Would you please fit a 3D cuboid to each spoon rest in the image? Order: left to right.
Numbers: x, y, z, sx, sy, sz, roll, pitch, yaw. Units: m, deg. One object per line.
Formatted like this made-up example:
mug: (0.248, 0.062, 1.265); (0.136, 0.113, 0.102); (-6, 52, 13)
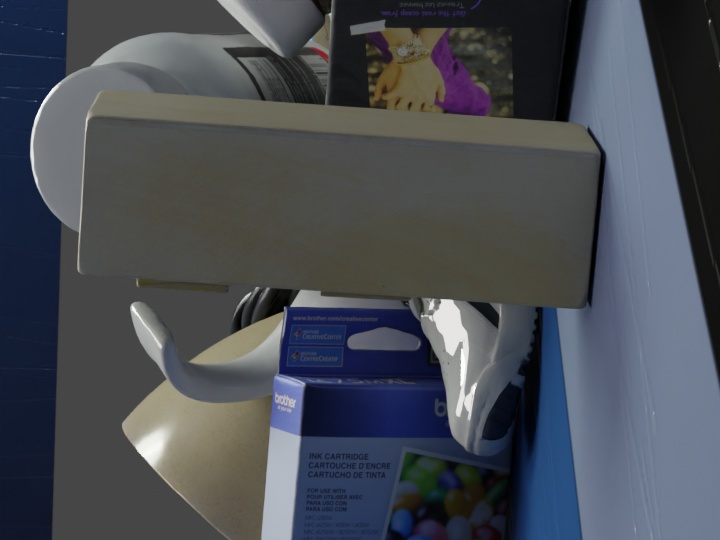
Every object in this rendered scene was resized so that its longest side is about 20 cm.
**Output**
spoon rest: (-0.016, 0.018, 1.359); (0.099, 0.199, 0.061); (50, 151, 45)

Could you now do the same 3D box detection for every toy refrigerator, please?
toy refrigerator: (-0.009, -0.026, 1.080); (0.076, 0.198, 0.070); (-98, 13, -78)

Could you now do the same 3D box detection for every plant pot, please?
plant pot: (-0.007, 0.093, 1.429); (0.135, 0.200, 0.200); (-50, 2, 0)

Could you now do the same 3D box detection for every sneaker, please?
sneaker: (0.017, -0.006, 1.290); (0.080, 0.129, 0.200); (96, 177, -64)

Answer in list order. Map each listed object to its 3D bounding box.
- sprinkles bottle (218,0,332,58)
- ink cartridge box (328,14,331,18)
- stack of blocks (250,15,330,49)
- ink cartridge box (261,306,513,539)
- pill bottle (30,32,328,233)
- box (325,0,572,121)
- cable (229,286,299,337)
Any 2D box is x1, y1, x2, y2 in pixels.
sprinkles bottle: (0.008, -0.196, 1.308); (0.200, 0.068, 0.068); (-47, 1, -2)
ink cartridge box: (0.009, -0.182, 1.418); (0.147, 0.082, 0.201); (-115, 3, -87)
stack of blocks: (-0.022, -0.146, 1.561); (0.115, 0.058, 0.201); (10, 119, 71)
ink cartridge box: (0.013, 0.119, 1.309); (0.042, 0.119, 0.202); (8, 95, 63)
pill bottle: (-0.080, -0.063, 1.353); (0.200, 0.110, 0.112); (-11, -73, -66)
box: (0.041, -0.133, 1.207); (0.123, 0.105, 0.201); (-85, 0, -49)
cable: (0.000, 0.000, 1.510); (0.200, 0.162, 0.051); (99, 146, -66)
